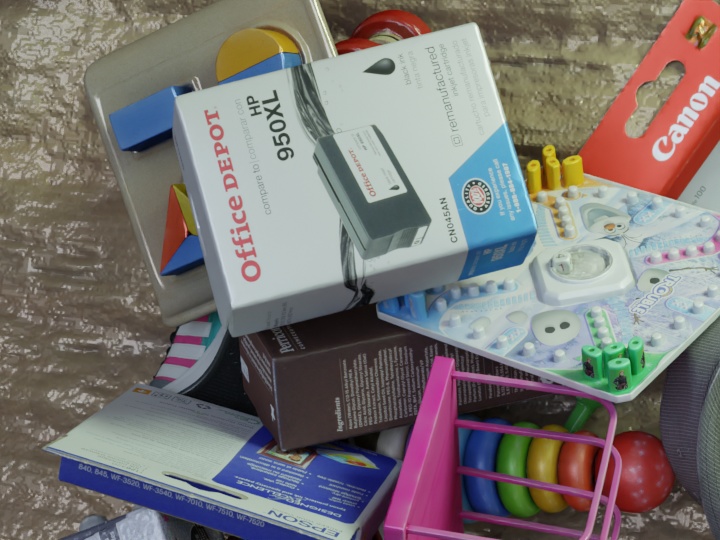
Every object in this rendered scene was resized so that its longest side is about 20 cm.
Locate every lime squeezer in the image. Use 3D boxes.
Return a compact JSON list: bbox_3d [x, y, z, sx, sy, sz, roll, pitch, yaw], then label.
[{"bbox_3d":[0.147,0.054,1.627,0.071,0.038,0.201,-10,81,50],"label":"lime squeezer"}]

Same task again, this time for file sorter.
[{"bbox_3d":[0.095,0.179,1.482,0.125,0.200,0.139,8,47,13],"label":"file sorter"}]

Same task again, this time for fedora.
[{"bbox_3d":[0.254,0.093,1.520,0.177,0.200,0.090,-44,34,-24],"label":"fedora"}]

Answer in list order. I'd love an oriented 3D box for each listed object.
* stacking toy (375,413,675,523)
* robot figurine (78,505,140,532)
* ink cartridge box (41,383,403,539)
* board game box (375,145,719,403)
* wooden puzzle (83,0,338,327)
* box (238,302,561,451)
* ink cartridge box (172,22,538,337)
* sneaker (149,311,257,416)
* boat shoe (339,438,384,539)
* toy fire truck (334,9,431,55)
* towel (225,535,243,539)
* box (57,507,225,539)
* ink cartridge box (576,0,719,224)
[{"bbox_3d":[0.113,0.132,1.584,0.200,0.085,0.086,-2,84,27],"label":"stacking toy"},{"bbox_3d":[-0.141,0.263,1.658,0.169,0.113,0.200,-19,79,-8],"label":"robot figurine"},{"bbox_3d":[-0.085,0.135,1.503,0.197,0.200,0.047,17,105,9],"label":"ink cartridge box"},{"bbox_3d":[0.143,-0.005,1.530,0.200,0.200,0.026,19,133,36],"label":"board game box"},{"bbox_3d":[-0.090,-0.083,1.577,0.185,0.046,0.200,-23,78,23],"label":"wooden puzzle"},{"bbox_3d":[0.026,0.051,1.576,0.200,0.100,0.075,-13,115,-14],"label":"box"},{"bbox_3d":[-0.006,-0.056,1.482,0.200,0.084,0.145,-15,78,-7],"label":"ink cartridge box"},{"bbox_3d":[-0.112,0.058,1.668,0.084,0.121,0.200,35,104,-26],"label":"sneaker"},{"bbox_3d":[-0.034,0.153,1.629,0.200,0.062,0.071,65,146,28],"label":"boat shoe"},{"bbox_3d":[-0.018,-0.086,1.663,0.200,0.112,0.168,-4,108,19],"label":"toy fire truck"},{"bbox_3d":[-0.013,0.242,1.616,0.200,0.147,0.022,40,140,18],"label":"towel"},{"bbox_3d":[-0.137,0.264,1.537,0.132,0.115,0.200,-22,80,14],"label":"box"},{"bbox_3d":[0.256,-0.075,1.589,0.200,0.057,0.163,36,97,13],"label":"ink cartridge box"}]
